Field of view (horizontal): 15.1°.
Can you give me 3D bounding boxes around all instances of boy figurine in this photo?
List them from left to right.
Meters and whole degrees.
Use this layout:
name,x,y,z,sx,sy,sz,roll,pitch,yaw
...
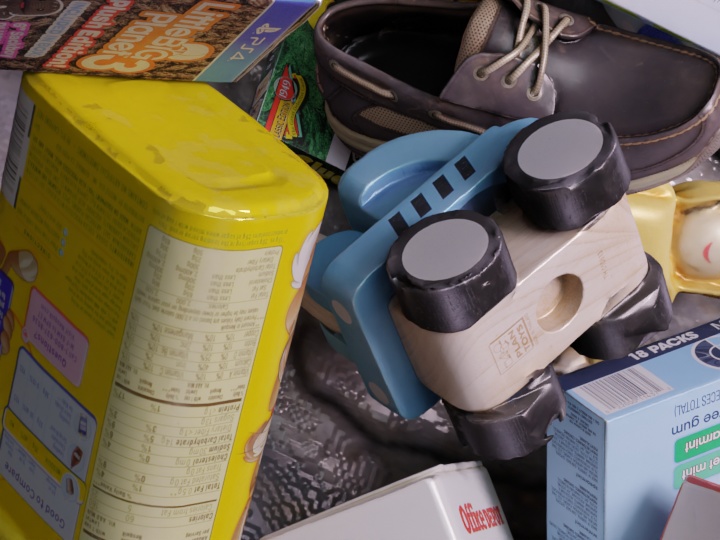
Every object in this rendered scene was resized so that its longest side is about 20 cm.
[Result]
name,x,y,z,sx,sy,sz,roll,pitch,yaw
boy figurine,0.105,-0.003,1.248,0.200,0.064,0.125,-3,100,-24

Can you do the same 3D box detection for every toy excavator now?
name,x,y,z,sx,sy,sz,roll,pitch,yaw
toy excavator,0.000,0.000,1.133,0.194,0.200,0.100,-40,131,-18

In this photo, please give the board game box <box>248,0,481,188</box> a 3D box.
name,x,y,z,sx,sy,sz,roll,pitch,yaw
board game box,0.020,-0.128,1.276,0.105,0.023,0.200,23,67,-14

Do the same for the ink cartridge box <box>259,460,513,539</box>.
name,x,y,z,sx,sy,sz,roll,pitch,yaw
ink cartridge box,0.039,0.186,1.118,0.083,0.147,0.200,-21,82,9

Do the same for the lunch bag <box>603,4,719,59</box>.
name,x,y,z,sx,sy,sz,roll,pitch,yaw
lunch bag,0.224,-0.127,1.335,0.200,0.082,0.161,47,65,-4

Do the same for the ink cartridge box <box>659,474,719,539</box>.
name,x,y,z,sx,sy,sz,roll,pitch,yaw
ink cartridge box,0.206,0.174,1.123,0.200,0.067,0.117,23,87,-30

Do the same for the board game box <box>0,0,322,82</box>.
name,x,y,z,sx,sy,sz,roll,pitch,yaw
board game box,-0.126,-0.163,0.987,0.200,0.097,0.160,2,76,-22

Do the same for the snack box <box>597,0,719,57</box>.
name,x,y,z,sx,sy,sz,roll,pitch,yaw
snack box,0.093,-0.154,1.200,0.200,0.142,0.053,26,97,0

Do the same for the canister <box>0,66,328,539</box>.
name,x,y,z,sx,sy,sz,roll,pitch,yaw
canister,-0.092,0.031,1.054,0.086,0.200,0.149,-8,35,-38

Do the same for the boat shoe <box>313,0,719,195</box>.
name,x,y,z,sx,sy,sz,roll,pitch,yaw
boat shoe,0.064,-0.080,1.166,0.073,0.200,0.075,55,46,-49

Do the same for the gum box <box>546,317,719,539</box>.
name,x,y,z,sx,sy,sz,roll,pitch,yaw
gum box,0.162,0.117,1.193,0.170,0.045,0.200,-18,123,-28
